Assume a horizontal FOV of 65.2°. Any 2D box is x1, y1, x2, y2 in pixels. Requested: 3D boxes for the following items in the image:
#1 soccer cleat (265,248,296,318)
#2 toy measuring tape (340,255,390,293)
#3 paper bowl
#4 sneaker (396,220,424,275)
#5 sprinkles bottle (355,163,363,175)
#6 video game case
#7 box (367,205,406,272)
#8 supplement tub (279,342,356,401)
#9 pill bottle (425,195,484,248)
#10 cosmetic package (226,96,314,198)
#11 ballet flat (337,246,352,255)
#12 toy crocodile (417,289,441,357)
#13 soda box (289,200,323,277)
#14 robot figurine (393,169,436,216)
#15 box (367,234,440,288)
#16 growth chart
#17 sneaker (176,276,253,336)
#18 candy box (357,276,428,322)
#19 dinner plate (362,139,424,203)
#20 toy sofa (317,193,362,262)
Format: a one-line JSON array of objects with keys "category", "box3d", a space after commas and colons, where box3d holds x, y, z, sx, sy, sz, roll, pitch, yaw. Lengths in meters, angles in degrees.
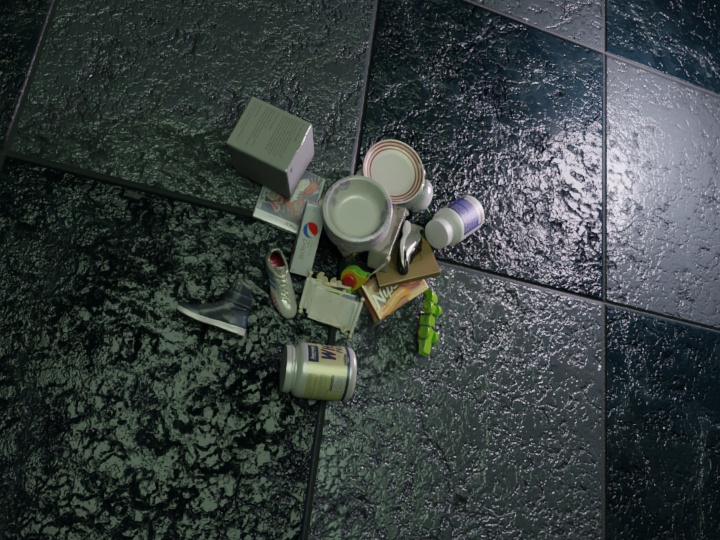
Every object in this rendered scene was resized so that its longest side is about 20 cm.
[{"category": "soccer cleat", "box3d": [-0.228, 0.035, 1.605, 0.068, 0.086, 0.207, -15, 82, -20]}, {"category": "toy measuring tape", "box3d": [0.000, 0.000, 1.646, 0.073, 0.199, 0.075, 33, 34, -27]}, {"category": "paper bowl", "box3d": [-0.010, -0.149, 1.559, 0.192, 0.105, 0.208, 1, 68, -3]}, {"category": "sneaker", "box3d": [0.151, -0.069, 1.683, 0.076, 0.075, 0.204, 11, 49, 5]}, {"category": "sprinkles bottle", "box3d": [0.001, -0.260, 1.714, 0.067, 0.069, 0.202, 35, 37, -6]}, {"category": "video game case", "box3d": [-0.215, -0.220, 1.708, 0.177, 0.023, 0.207, 21, 71, -12]}, {"category": "box", "box3d": [0.081, -0.101, 1.704, 0.066, 0.084, 0.204, 15, 53, 8]}, {"category": "supplement tub", "box3d": [-0.118, 0.278, 1.548, 0.192, 0.145, 0.151, 8, 74, -16]}, {"category": "pill bottle", "box3d": [0.294, -0.149, 1.774, 0.198, 0.119, 0.122, -31, 87, -41]}, {"category": "cosmetic package", "box3d": [-0.256, -0.352, 1.628, 0.195, 0.167, 0.171, 25, 72, 5]}, {"category": "ballet flat", "box3d": [0.003, -0.129, 1.646, 0.071, 0.072, 0.204, 33, 66, -7]}, {"category": "toy crocodile", "box3d": [0.204, 0.160, 1.729, 0.067, 0.060, 0.208, 22, 72, -48]}, {"category": "soda box", "box3d": [-0.153, -0.092, 1.626, 0.061, 0.068, 0.207, 14, 101, -13]}, {"category": "robot figurine", "box3d": [0.148, -0.258, 1.785, 0.195, 0.113, 0.174, 27, 78, -9]}, {"category": "box", "box3d": [0.129, -0.031, 1.712, 0.192, 0.022, 0.167, -11, 49, -8]}, {"category": "growth chart", "box3d": [-0.084, 0.095, 1.636, 0.195, 0.018, 0.149, 24, 98, -12]}, {"category": "sneaker", "box3d": [-0.391, 0.079, 1.539, 0.197, 0.076, 0.152, 20, 82, -22]}, {"category": "candy box", "box3d": [0.099, 0.056, 1.721, 0.196, 0.055, 0.118, -30, 84, -22]}, {"category": "dinner plate", "box3d": [0.099, -0.298, 1.707, 0.192, 0.024, 0.209, 4, 76, -14]}, {"category": "toy sofa", "box3d": [-0.062, -0.131, 1.701, 0.095, 0.083, 0.205, -24, 85, -24]}]
